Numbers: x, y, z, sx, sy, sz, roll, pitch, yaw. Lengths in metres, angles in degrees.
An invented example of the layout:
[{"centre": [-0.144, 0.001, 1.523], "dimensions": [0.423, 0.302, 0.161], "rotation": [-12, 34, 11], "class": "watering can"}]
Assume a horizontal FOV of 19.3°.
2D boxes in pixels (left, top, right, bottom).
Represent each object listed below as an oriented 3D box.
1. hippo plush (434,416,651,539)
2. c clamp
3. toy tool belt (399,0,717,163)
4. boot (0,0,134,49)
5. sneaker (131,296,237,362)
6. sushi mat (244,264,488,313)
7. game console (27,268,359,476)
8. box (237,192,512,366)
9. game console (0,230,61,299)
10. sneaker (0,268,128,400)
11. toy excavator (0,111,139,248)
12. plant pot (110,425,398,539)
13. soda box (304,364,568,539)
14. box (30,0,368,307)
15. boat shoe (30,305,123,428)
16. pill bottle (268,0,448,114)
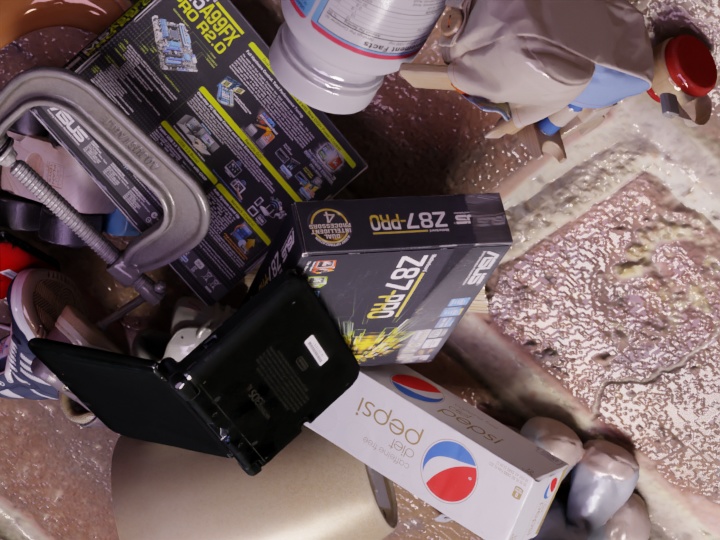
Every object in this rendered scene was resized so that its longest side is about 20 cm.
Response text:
[{"centre": [0.130, 0.224, 1.704], "dimensions": [0.200, 0.161, 0.159], "rotation": [-23, 117, 29], "class": "hippo plush"}, {"centre": [-0.195, -0.050, 1.493], "dimensions": [0.171, 0.027, 0.200], "rotation": [-25, 115, 38], "class": "c clamp"}, {"centre": [0.136, -0.139, 1.465], "dimensions": [0.200, 0.125, 0.123], "rotation": [12, 153, -36], "class": "toy tool belt"}, {"centre": [-0.274, -0.170, 1.534], "dimensions": [0.200, 0.155, 0.074], "rotation": [23, 160, 9], "class": "boot"}, {"centre": [-0.107, 0.060, 1.711], "dimensions": [0.200, 0.078, 0.099], "rotation": [-21, 114, 28], "class": "sneaker"}, {"centre": [0.000, 0.000, 1.651], "dimensions": [0.200, 0.012, 0.096], "rotation": [3, 147, 12], "class": "sushi mat"}, {"centre": [-0.115, 0.064, 1.546], "dimensions": [0.116, 0.176, 0.200], "rotation": [45, 173, 25], "class": "game console"}, {"centre": [0.003, 0.011, 1.565], "dimensions": [0.161, 0.049, 0.200], "rotation": [-4, 153, -21], "class": "box"}, {"centre": [-0.349, -0.033, 1.669], "dimensions": [0.172, 0.200, 0.119], "rotation": [-18, 82, 3], "class": "game console"}, {"centre": [-0.271, 0.056, 1.725], "dimensions": [0.108, 0.070, 0.200], "rotation": [4, 155, 19], "class": "sneaker"}, {"centre": [-0.154, -0.072, 1.613], "dimensions": [0.194, 0.200, 0.100], "rotation": [17, 105, 44], "class": "toy excavator"}, {"centre": [-0.077, 0.197, 1.755], "dimensions": [0.200, 0.187, 0.187], "rotation": [-17, 120, 10], "class": "plant pot"}, {"centre": [0.058, 0.136, 1.655], "dimensions": [0.200, 0.064, 0.068], "rotation": [31, 111, 25], "class": "soda box"}, {"centre": [-0.117, -0.098, 1.533], "dimensions": [0.160, 0.044, 0.200], "rotation": [-43, 110, -4], "class": "box"}, {"centre": [-0.208, 0.091, 1.660], "dimensions": [0.072, 0.065, 0.200], "rotation": [46, 172, 22], "class": "boat shoe"}, {"centre": [0.012, -0.206, 1.453], "dimensions": [0.109, 0.109, 0.200], "rotation": [28, 129, -5], "class": "pill bottle"}]
